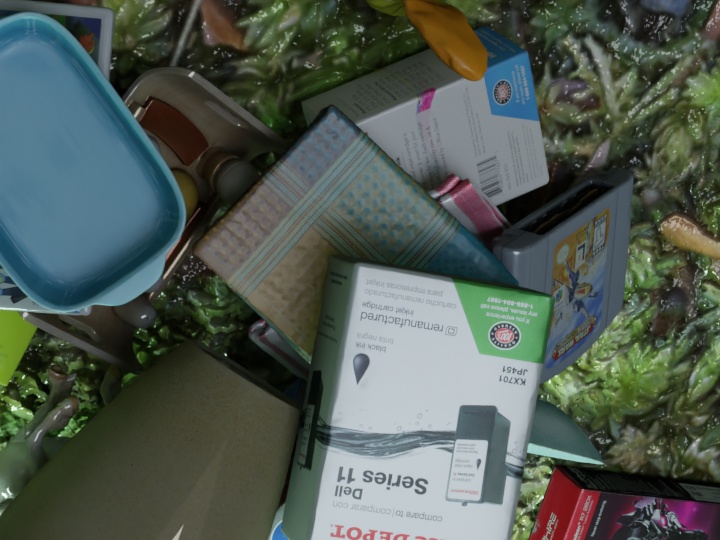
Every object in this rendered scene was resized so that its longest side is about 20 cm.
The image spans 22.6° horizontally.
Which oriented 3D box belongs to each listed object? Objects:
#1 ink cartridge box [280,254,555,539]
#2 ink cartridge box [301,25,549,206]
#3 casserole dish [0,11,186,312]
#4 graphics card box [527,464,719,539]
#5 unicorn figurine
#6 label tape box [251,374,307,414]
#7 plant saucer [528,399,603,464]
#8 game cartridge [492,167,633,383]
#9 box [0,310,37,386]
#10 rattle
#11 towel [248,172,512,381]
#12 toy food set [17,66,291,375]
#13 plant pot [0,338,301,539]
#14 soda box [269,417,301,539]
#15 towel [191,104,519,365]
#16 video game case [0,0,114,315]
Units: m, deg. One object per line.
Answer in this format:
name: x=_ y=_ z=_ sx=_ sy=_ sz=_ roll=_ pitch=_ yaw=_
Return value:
ink cartridge box: x=0.038 y=0.100 z=1.220 sx=0.146 sy=0.083 sz=0.200 roll=9 pitch=92 yaw=-13
ink cartridge box: x=0.031 y=-0.087 z=1.324 sx=0.200 sy=0.068 sz=0.115 roll=-24 pitch=124 yaw=-15
casserole dish: x=-0.196 y=-0.068 z=1.135 sx=0.121 sy=0.039 sz=0.200 roll=-35 pitch=95 yaw=-2
graphics card box: x=0.242 y=0.244 z=1.579 sx=0.200 sy=0.051 sz=0.126 roll=10 pitch=106 yaw=-29
unicorn figurine: x=-0.226 y=0.132 z=1.293 sx=0.200 sy=0.074 sz=0.138 roll=16 pitch=114 yaw=-35
label tape box: x=-0.067 y=0.159 z=1.372 sx=0.143 sy=0.066 sz=0.200 roll=-41 pitch=122 yaw=13
plant saucer: x=0.091 y=0.110 z=1.376 sx=0.201 sy=0.201 sz=0.039 roll=15 pitch=82 yaw=-30
game cartridge: x=0.154 y=0.011 z=1.387 sx=0.200 sy=0.041 sz=0.133 roll=-32 pitch=126 yaw=-50
box: x=-0.253 y=-0.031 z=1.229 sx=0.122 sy=0.048 sz=0.200 roll=22 pitch=100 yaw=-34
rattle: x=0.087 y=-0.252 z=1.241 sx=0.200 sy=0.143 sz=0.130 roll=-44 pitch=125 yaw=-2
towel: x=0.024 y=0.018 z=1.336 sx=0.200 sy=0.030 sz=0.146 roll=-37 pitch=149 yaw=7
toy food set: x=-0.139 y=-0.031 z=1.241 sx=0.200 sy=0.060 sz=0.143 roll=-56 pitch=146 yaw=0
plant pot: x=-0.130 y=0.155 z=1.228 sx=0.187 sy=0.187 sz=0.200 roll=34 pitch=89 yaw=-32
soda box: x=-0.066 y=0.200 z=1.321 sx=0.070 sy=0.063 sz=0.200 roll=30 pitch=111 yaw=-27
towel: x=0.000 y=0.000 z=1.260 sx=0.147 sy=0.022 sz=0.200 roll=-45 pitch=108 yaw=5
video game case: x=-0.257 y=-0.077 z=1.159 sx=0.182 sy=0.022 sz=0.200 roll=5 pitch=93 yaw=-5
